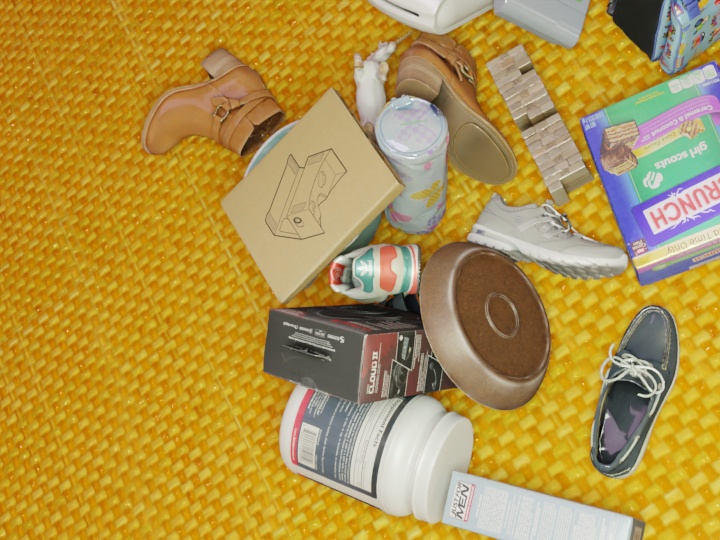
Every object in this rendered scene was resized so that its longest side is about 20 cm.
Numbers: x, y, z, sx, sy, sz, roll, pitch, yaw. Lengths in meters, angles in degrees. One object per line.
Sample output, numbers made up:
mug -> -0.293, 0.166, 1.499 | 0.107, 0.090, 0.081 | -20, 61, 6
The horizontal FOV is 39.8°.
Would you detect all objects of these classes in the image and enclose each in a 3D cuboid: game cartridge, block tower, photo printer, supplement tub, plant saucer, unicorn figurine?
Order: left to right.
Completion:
unicorn figurine -> 0.020, -0.238, 1.316 | 0.073, 0.137, 0.203 | 10, 92, -1
supplement tub -> 0.018, 0.199, 1.160 | 0.198, 0.140, 0.142 | 17, 81, 27
photo printer -> 0.099, -0.386, 1.296 | 0.166, 0.070, 0.199 | 37, 54, 28
plant saucer -> 0.151, 0.055, 1.118 | 0.034, 0.198, 0.203 | -30, 61, 43
block tower -> 0.224, -0.182, 1.238 | 0.057, 0.054, 0.202 | -27, 66, 15
game cartridge -> 0.242, -0.400, 1.265 | 0.132, 0.040, 0.203 | 19, 80, -15

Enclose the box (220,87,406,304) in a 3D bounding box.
box -> -0.059, -0.087, 1.153 | 0.200, 0.021, 0.164 | -43, 60, 16

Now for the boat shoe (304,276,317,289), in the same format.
boat shoe -> -0.060, -0.077, 1.203 | 0.071, 0.076, 0.202 | 25, 84, 30

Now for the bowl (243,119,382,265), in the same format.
bowl -> -0.049, -0.086, 1.300 | 0.198, 0.105, 0.204 | -8, 70, 21

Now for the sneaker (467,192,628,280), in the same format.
sneaker -> 0.224, -0.045, 1.182 | 0.198, 0.075, 0.083 | 17, 83, 28

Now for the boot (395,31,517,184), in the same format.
boot -> 0.133, -0.215, 1.263 | 0.073, 0.200, 0.156 | -35, 21, 34

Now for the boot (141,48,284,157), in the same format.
boot -> -0.215, -0.209, 1.434 | 0.200, 0.074, 0.155 | -47, 66, 7

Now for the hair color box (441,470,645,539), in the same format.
hair color box -> 0.199, 0.274, 1.079 | 0.198, 0.099, 0.061 | 10, 79, 26

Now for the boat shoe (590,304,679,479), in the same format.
boat shoe -> 0.300, 0.129, 1.101 | 0.074, 0.062, 0.202 | 20, 82, 30

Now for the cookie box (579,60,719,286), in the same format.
cookie box -> 0.365, -0.109, 1.140 | 0.169, 0.075, 0.202 | -22, 67, 15

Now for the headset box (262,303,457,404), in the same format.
headset box -> 0.000, 0.088, 1.101 | 0.148, 0.199, 0.078 | 12, 97, 41

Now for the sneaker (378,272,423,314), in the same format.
sneaker -> 0.061, 0.054, 1.224 | 0.198, 0.079, 0.079 | -28, 65, 15

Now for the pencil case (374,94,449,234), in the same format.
pencil case -> 0.062, -0.124, 1.207 | 0.083, 0.201, 0.091 | -32, 64, -11

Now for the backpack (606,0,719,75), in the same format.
backpack -> 0.401, -0.353, 1.151 | 0.199, 0.183, 0.135 | -35, 71, -3

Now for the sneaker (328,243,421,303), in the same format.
sneaker -> 0.000, 0.000, 1.168 | 0.092, 0.199, 0.071 | 3, 86, -18
